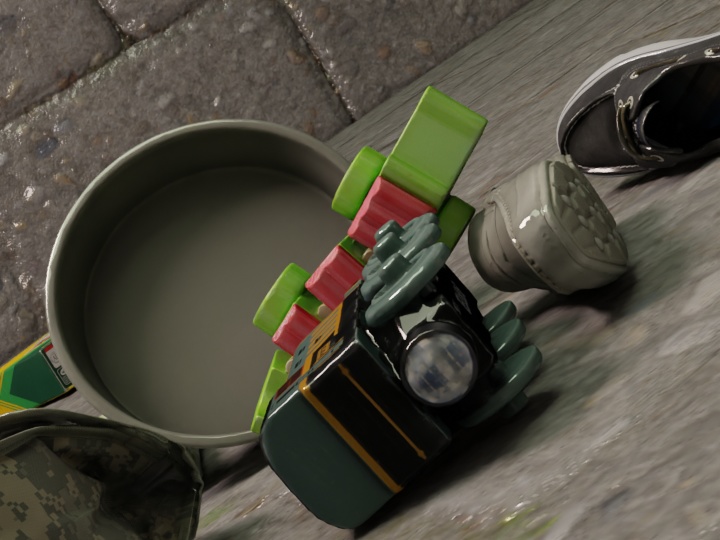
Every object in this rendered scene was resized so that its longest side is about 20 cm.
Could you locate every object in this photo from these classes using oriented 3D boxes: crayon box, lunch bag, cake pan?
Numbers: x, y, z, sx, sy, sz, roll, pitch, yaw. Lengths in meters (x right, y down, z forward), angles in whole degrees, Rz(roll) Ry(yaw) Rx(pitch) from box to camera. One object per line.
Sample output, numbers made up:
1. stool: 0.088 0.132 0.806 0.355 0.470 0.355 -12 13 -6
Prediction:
1. crayon box: -0.308 0.078 1.903 0.200 0.059 0.172 -39 10 -38
2. lunch bag: -0.185 0.142 0.791 0.163 0.118 0.200 -27 4 37
3. cake pan: -0.077 0.010 0.964 0.199 0.201 0.037 -34 -24 -11

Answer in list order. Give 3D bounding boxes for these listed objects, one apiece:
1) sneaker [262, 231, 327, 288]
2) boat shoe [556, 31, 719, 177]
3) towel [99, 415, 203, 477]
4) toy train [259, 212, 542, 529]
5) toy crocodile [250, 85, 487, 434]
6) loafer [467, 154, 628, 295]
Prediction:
1. sneaker: -0.072 0.030 1.067 0.077 0.086 0.199 6 -17 -41
2. boat shoe: 0.177 -0.088 0.950 0.199 0.070 0.066 -14 17 46
3. towel: -0.177 0.138 1.033 0.170 0.048 0.200 -34 8 -3
4. toy train: 0.012 0.041 0.757 0.114 0.085 0.200 -42 7 6
5. toy crocodile: 0.000 0.000 0.872 0.201 0.067 0.062 -57 -3 16
6. loafer: 0.088 -0.014 0.843 0.070 0.070 0.200 -36 -1 10
